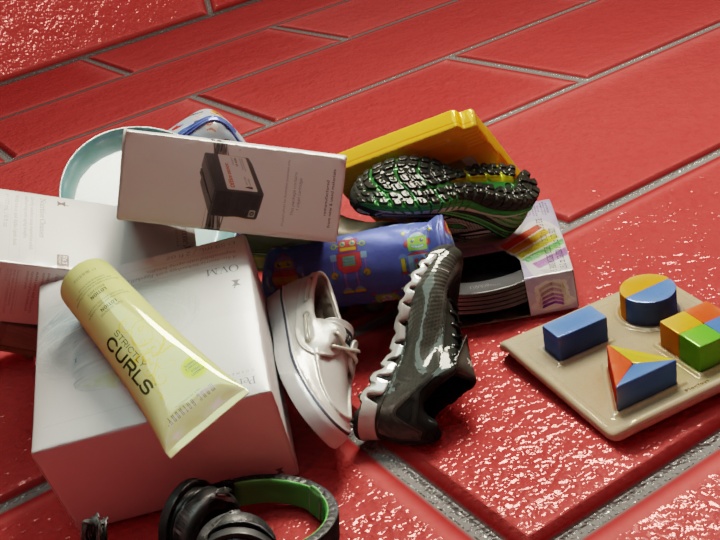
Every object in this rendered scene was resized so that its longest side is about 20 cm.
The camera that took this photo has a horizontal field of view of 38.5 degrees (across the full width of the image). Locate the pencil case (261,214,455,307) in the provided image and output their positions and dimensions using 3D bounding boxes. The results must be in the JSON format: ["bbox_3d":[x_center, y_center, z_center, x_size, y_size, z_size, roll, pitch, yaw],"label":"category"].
[{"bbox_3d":[0.000,0.000,1.037,0.199,0.087,0.078,-10,69,13],"label":"pencil case"}]

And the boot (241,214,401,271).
[{"bbox_3d":[-0.047,-0.056,1.109,0.199,0.097,0.075,-5,22,24],"label":"boot"}]

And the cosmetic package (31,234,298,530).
[{"bbox_3d":[-0.174,0.095,0.918,0.198,0.123,0.200,-14,45,-2],"label":"cosmetic package"}]

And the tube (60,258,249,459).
[{"bbox_3d":[-0.174,0.062,0.831,0.052,0.058,0.200,3,31,-49],"label":"tube"}]

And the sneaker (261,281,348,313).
[{"bbox_3d":[-0.083,0.021,1.161,0.104,0.060,0.200,-18,29,-18],"label":"sneaker"}]

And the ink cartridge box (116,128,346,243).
[{"bbox_3d":[-0.124,-0.080,0.979,0.199,0.084,0.145,6,5,-10],"label":"ink cartridge box"}]

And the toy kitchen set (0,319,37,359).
[{"bbox_3d":[-0.331,0.069,1.126,0.162,0.181,0.200,13,32,-25],"label":"toy kitchen set"}]

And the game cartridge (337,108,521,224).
[{"bbox_3d":[0.080,-0.098,1.153,0.176,0.200,0.033,-19,63,22],"label":"game cartridge"}]

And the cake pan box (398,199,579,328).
[{"bbox_3d":[0.132,-0.004,1.119,0.183,0.053,0.200,-12,25,9],"label":"cake pan box"}]

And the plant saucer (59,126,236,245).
[{"bbox_3d":[-0.235,-0.070,1.151,0.200,0.200,0.027,-32,-11,-35],"label":"plant saucer"}]

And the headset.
[{"bbox_3d":[-0.110,0.193,0.775,0.199,0.094,0.123,-15,22,-32],"label":"headset"}]

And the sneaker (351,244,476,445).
[{"bbox_3d":[0.069,0.071,0.922,0.090,0.067,0.201,13,65,25],"label":"sneaker"}]

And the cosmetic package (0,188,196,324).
[{"bbox_3d":[-0.264,-0.005,1.016,0.199,0.081,0.113,5,41,-23],"label":"cosmetic package"}]

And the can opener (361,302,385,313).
[{"bbox_3d":[-0.011,0.003,1.176,0.053,0.067,0.200,1,8,-15],"label":"can opener"}]

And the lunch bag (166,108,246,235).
[{"bbox_3d":[-0.188,-0.084,1.272,0.160,0.200,0.076,-36,27,-7],"label":"lunch bag"}]

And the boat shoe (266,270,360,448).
[{"bbox_3d":[-0.033,0.072,0.926,0.066,0.072,0.200,-36,32,11],"label":"boat shoe"}]

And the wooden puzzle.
[{"bbox_3d":[0.248,0.062,0.926,0.185,0.047,0.200,-22,26,-16],"label":"wooden puzzle"}]

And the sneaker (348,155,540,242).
[{"bbox_3d":[0.084,-0.062,1.073,0.199,0.085,0.078,4,42,-14],"label":"sneaker"}]
